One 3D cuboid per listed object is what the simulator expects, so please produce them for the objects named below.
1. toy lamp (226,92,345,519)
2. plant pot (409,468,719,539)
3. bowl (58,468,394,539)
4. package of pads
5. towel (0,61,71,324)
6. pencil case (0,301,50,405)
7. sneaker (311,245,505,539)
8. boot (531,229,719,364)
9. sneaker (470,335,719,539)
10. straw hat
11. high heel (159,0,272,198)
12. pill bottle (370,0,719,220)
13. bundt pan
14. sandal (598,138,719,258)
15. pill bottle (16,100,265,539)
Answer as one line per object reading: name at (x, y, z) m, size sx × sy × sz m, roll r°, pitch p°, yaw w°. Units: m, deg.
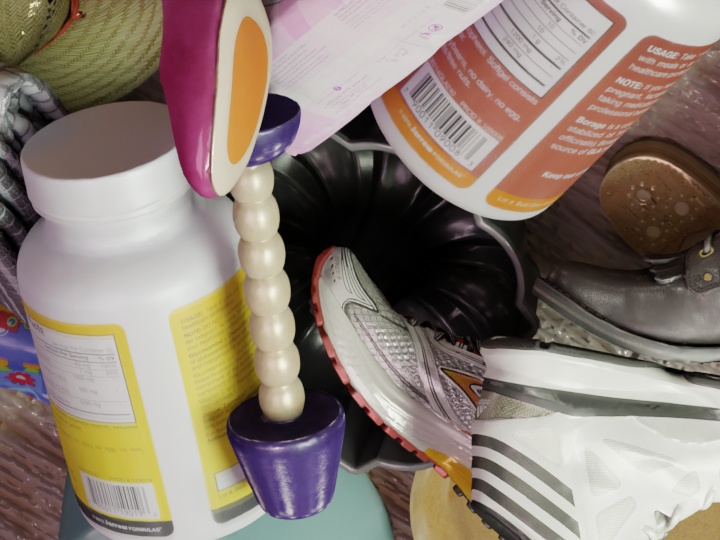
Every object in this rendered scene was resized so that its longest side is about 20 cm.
toy lamp at (-0.040, 0.020, 1.118) m, size 0.058 × 0.058 × 0.200 m, roll 4°, pitch 116°, yaw 17°
plant pot at (0.126, 0.137, 1.318) m, size 0.200 × 0.027 × 0.200 m, roll 9°, pitch 123°, yaw 13°
bowl at (-0.090, 0.172, 1.369) m, size 0.201 × 0.105 × 0.201 m, roll 9°, pitch 122°, yaw 14°
package of pads at (0.006, -0.145, 1.095) m, size 0.076 × 0.121 × 0.200 m, roll 23°, pitch 144°, yaw -26°
towel at (-0.223, -0.049, 1.227) m, size 0.166 × 0.086 × 0.200 m, roll 14°, pitch 162°, yaw 15°
pencil case at (-0.183, 0.035, 1.332) m, size 0.200 × 0.078 × 0.087 m, roll 14°, pitch 151°, yaw 10°
sneaker at (0.057, 0.056, 1.180) m, size 0.200 × 0.078 × 0.082 m, roll 42°, pitch 101°, yaw -7°
boot at (0.190, -0.038, 1.134) m, size 0.200 × 0.069 × 0.174 m, roll 11°, pitch 93°, yaw 8°
sneaker at (0.140, 0.102, 1.131) m, size 0.200 × 0.076 × 0.115 m, roll 11°, pitch 88°, yaw -14°
straw hat at (-0.187, -0.139, 1.216) m, size 0.201 × 0.085 × 0.201 m, roll 9°, pitch 123°, yaw 14°
high heel at (-0.091, -0.124, 1.052) m, size 0.096 × 0.067 × 0.200 m, roll -4°, pitch 77°, yaw 14°
pill bottle at (0.101, -0.122, 1.110) m, size 0.112 × 0.112 × 0.200 m, roll 39°, pitch 125°, yaw -7°
bundt pan at (0.000, 0.000, 1.244) m, size 0.202 × 0.076 × 0.202 m, roll 9°, pitch 124°, yaw 14°
sandal at (0.199, 0.024, 1.193) m, size 0.212 × 0.070 × 0.078 m, roll 36°, pitch 126°, yaw -5°
pill bottle at (-0.101, 0.025, 1.181) m, size 0.112 × 0.112 × 0.200 m, roll 1°, pitch 121°, yaw 19°
